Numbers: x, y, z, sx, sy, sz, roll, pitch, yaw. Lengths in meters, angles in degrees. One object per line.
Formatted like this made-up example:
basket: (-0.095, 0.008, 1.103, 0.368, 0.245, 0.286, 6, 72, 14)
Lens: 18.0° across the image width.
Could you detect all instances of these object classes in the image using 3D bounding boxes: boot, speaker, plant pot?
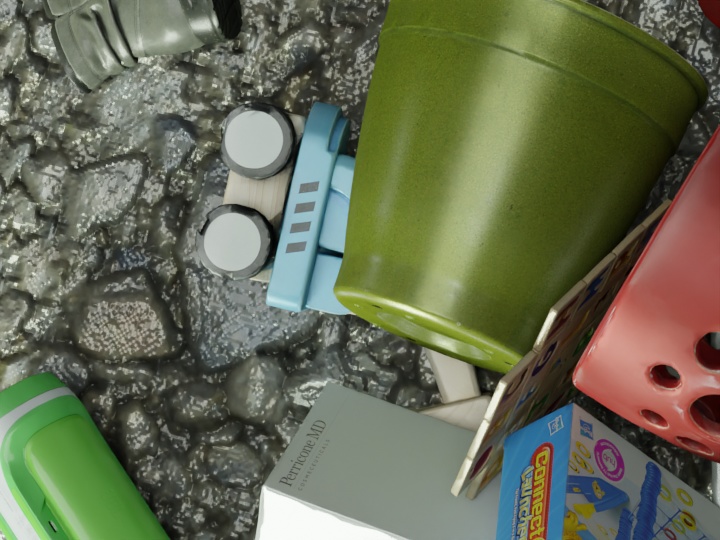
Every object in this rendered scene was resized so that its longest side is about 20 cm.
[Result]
boot: (-0.160, -0.225, 1.484, 0.130, 0.068, 0.201, -13, 83, 19)
speaker: (-0.175, 0.167, 1.456, 0.088, 0.088, 0.200, -36, 79, 10)
plant pot: (0.077, -0.048, 1.328, 0.200, 0.200, 0.194, 19, 82, 14)
plant pot: (0.236, 0.023, 1.218, 0.182, 0.200, 0.201, 34, 95, 7)

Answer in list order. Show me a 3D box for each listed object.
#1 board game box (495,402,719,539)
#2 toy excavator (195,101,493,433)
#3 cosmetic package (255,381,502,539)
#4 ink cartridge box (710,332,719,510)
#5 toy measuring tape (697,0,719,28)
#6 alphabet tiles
board game box: (0.159, 0.207, 1.260, 0.056, 0.200, 0.196, -33, 34, 37)
toy excavator: (0.000, 0.000, 1.422, 0.199, 0.100, 0.195, 12, 92, 6)
cosmetic package: (0.046, 0.156, 1.366, 0.199, 0.113, 0.081, 19, 129, 9)
ink cartridge box: (0.281, 0.044, 1.348, 0.146, 0.083, 0.201, -1, 88, 14)
toy measuring tape: (0.211, -0.194, 1.397, 0.200, 0.073, 0.074, 32, 96, 34)
alphabet tiles: (0.121, 0.047, 1.320, 0.006, 0.200, 0.167, 36, 136, 15)
